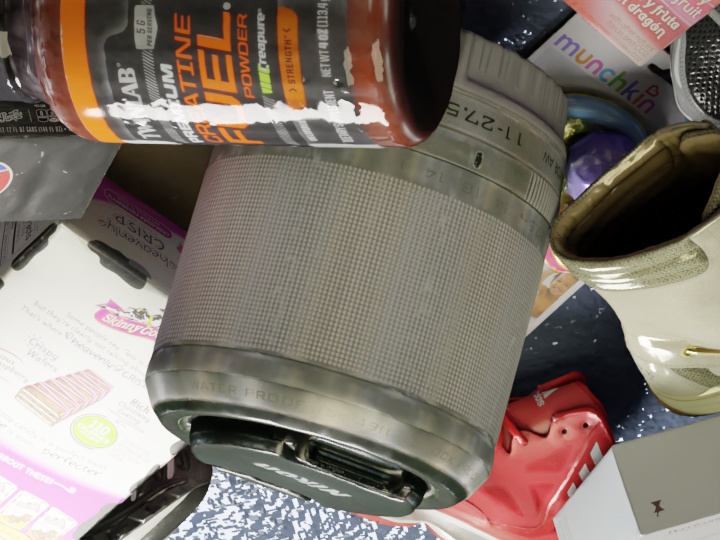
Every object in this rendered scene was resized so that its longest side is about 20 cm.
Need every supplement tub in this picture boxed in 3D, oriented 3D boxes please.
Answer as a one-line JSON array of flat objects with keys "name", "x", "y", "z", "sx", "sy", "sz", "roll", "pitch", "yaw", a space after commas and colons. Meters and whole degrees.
[{"name": "supplement tub", "x": -0.065, "y": -0.105, "z": 1.236, "sx": 0.200, "sy": 0.107, "sz": 0.107, "roll": 1, "pitch": 131, "yaw": 19}]

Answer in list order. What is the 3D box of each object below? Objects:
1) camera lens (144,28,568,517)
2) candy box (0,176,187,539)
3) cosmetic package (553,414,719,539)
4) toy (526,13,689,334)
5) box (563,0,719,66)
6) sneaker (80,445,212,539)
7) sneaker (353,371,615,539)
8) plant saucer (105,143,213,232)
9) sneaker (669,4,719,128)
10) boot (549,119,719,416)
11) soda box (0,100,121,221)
[{"name": "camera lens", "x": 0.000, "y": 0.000, "z": 1.324, "sx": 0.160, "sy": 0.200, "sz": 0.160, "roll": 15, "pitch": 166, "yaw": 4}, {"name": "candy box", "x": -0.155, "y": 0.052, "z": 1.439, "sx": 0.136, "sy": 0.061, "sz": 0.200, "roll": 35, "pitch": 120, "yaw": -26}, {"name": "cosmetic package", "x": 0.207, "y": 0.101, "z": 1.460, "sx": 0.200, "sy": 0.052, "sz": 0.151, "roll": -15, "pitch": 167, "yaw": -12}, {"name": "toy", "x": 0.087, "y": -0.027, "z": 1.432, "sx": 0.115, "sy": 0.047, "sz": 0.200, "roll": 33, "pitch": 120, "yaw": -28}, {"name": "box", "x": 0.084, "y": -0.197, "z": 1.262, "sx": 0.095, "sy": 0.103, "sz": 0.200, "roll": -38, "pitch": 120, "yaw": 25}, {"name": "sneaker", "x": -0.140, "y": 0.150, "z": 1.554, "sx": 0.079, "sy": 0.074, "sz": 0.200, "roll": 25, "pitch": 130, "yaw": -32}, {"name": "sneaker", "x": 0.052, "y": 0.078, "z": 1.509, "sx": 0.200, "sy": 0.078, "sz": 0.116, "roll": 27, "pitch": 115, "yaw": -36}, {"name": "plant saucer", "x": -0.130, "y": -0.035, "z": 1.427, "sx": 0.200, "sy": 0.030, "sz": 0.200, "roll": -1, "pitch": 128, "yaw": -2}, {"name": "sneaker", "x": 0.206, "y": -0.135, "z": 1.334, "sx": 0.078, "sy": 0.077, "sz": 0.200, "roll": 21, "pitch": 126, "yaw": -20}, {"name": "boot", "x": 0.197, "y": -0.019, "z": 1.332, "sx": 0.200, "sy": 0.072, "sz": 0.155, "roll": -25, "pitch": 142, "yaw": 13}, {"name": "soda box", "x": -0.209, "y": -0.063, "z": 1.292, "sx": 0.200, "sy": 0.063, "sz": 0.071, "roll": -2, "pitch": 147, "yaw": -30}]
